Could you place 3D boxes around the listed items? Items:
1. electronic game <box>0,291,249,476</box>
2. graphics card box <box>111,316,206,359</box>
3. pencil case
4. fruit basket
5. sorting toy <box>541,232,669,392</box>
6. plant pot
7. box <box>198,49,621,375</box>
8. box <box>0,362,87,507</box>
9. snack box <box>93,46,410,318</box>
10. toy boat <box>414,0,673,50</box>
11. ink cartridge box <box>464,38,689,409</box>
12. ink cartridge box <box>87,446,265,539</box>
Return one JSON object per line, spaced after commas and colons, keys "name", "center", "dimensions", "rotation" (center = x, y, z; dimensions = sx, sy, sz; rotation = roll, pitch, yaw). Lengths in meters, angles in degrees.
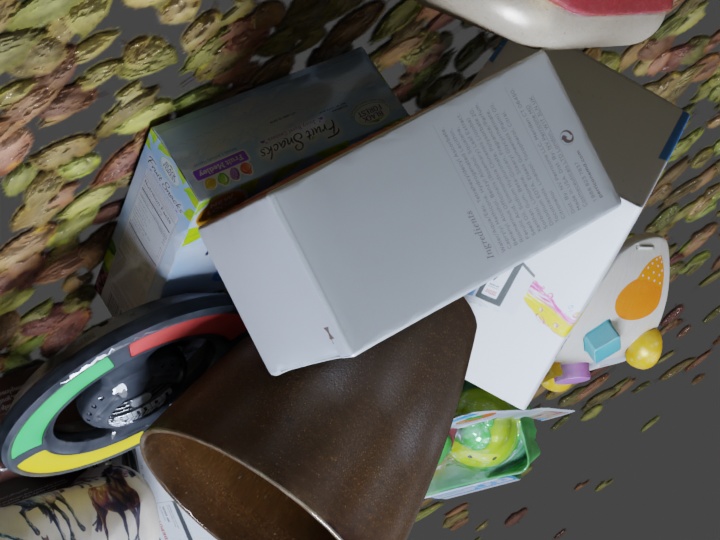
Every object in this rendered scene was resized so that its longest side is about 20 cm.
{"name": "electronic game", "center": [-0.152, 0.078, 1.544], "dimensions": [0.199, 0.042, 0.200], "rotation": [-27, 160, -11]}
{"name": "graphics card box", "center": [-0.116, 0.053, 1.733], "dimensions": [0.200, 0.051, 0.126], "rotation": [-14, 154, -45]}
{"name": "pencil case", "center": [-0.229, 0.190, 1.597], "dimensions": [0.200, 0.090, 0.078], "rotation": [-16, 163, -48]}
{"name": "fruit basket", "center": [0.052, 0.139, 1.821], "dimensions": [0.185, 0.094, 0.200], "rotation": [-18, 176, 26]}
{"name": "sorting toy", "center": [0.135, 0.051, 1.900], "dimensions": [0.180, 0.107, 0.200], "rotation": [-9, 173, -45]}
{"name": "plant pot", "center": [-0.014, 0.089, 1.533], "dimensions": [0.200, 0.187, 0.187], "rotation": [-54, 170, -23]}
{"name": "box", "center": [0.027, -0.032, 1.395], "dimensions": [0.200, 0.107, 0.152], "rotation": [-28, -176, -21]}
{"name": "box", "center": [-0.269, 0.154, 1.684], "dimensions": [0.100, 0.075, 0.200], "rotation": [-18, 157, -40]}
{"name": "snack box", "center": [-0.075, -0.043, 1.532], "dimensions": [0.168, 0.068, 0.200], "rotation": [-24, 158, -29]}
{"name": "toy boat", "center": [0.113, -0.210, 1.404], "dimensions": [0.200, 0.130, 0.131], "rotation": [-11, 120, -53]}
{"name": "ink cartridge box", "center": [0.112, -0.039, 1.628], "dimensions": [0.200, 0.144, 0.147], "rotation": [-63, 176, 37]}
{"name": "ink cartridge box", "center": [-0.119, 0.181, 1.694], "dimensions": [0.199, 0.145, 0.084], "rotation": [-12, -179, 37]}
